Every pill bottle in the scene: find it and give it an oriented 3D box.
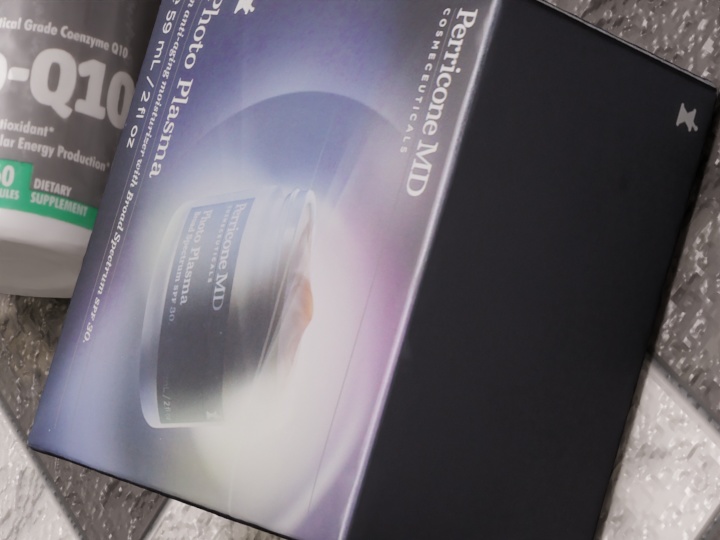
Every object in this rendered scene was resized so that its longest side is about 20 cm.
[{"bbox_3d":[-0.147,-0.096,1.101,0.113,0.113,0.201,-11,67,47],"label":"pill bottle"}]

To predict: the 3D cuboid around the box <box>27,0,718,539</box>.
[{"bbox_3d":[0.000,0.000,0.883,0.198,0.123,0.201,11,83,49],"label":"box"}]
